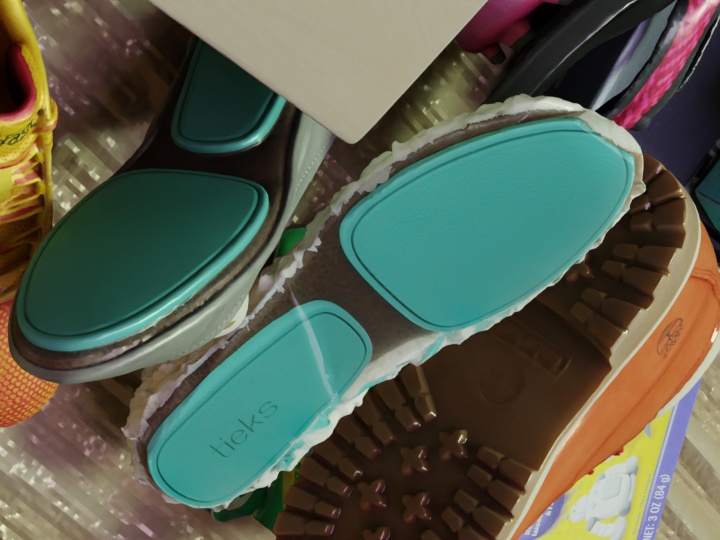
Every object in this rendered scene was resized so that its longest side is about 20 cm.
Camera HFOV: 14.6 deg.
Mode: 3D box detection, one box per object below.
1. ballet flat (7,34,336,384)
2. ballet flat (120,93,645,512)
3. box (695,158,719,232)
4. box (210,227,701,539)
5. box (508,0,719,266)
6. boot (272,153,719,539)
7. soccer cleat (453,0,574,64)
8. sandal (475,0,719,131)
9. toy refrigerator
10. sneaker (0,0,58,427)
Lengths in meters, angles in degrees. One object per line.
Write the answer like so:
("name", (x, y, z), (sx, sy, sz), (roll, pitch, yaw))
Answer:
("ballet flat", (-0.045, -0.015, 0.857), (0.200, 0.067, 0.064), (-63, 152, -46))
("ballet flat", (0.000, 0.000, 0.914), (0.200, 0.072, 0.072), (-36, 136, 14))
("box", (0.213, -0.076, 1.037), (0.200, 0.049, 0.082), (-51, 137, -9))
("box", (0.040, 0.044, 1.021), (0.199, 0.048, 0.118), (2, 108, -39))
("box", (0.158, -0.108, 1.044), (0.158, 0.051, 0.200), (34, 87, -44))
("boot", (0.055, 0.059, 0.962), (0.200, 0.075, 0.107), (-48, 153, 1))
("soccer cleat", (0.058, -0.134, 0.897), (0.070, 0.200, 0.086), (-40, 88, -21))
("sandal", (0.106, -0.086, 0.938), (0.200, 0.075, 0.045), (-41, 90, 0))
("toy refrigerator", (-0.057, -0.129, 0.794), (0.200, 0.070, 0.076), (34, 109, -28))
("sneaker", (-0.122, -0.031, 0.825), (0.073, 0.077, 0.201), (-32, 130, -27))
